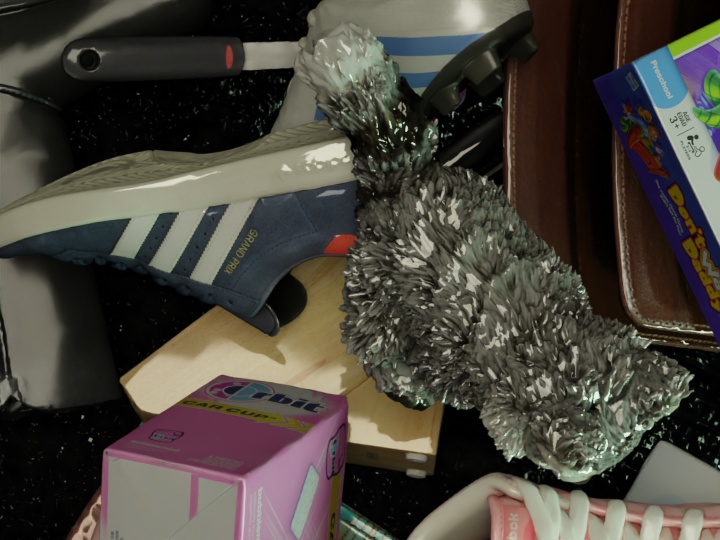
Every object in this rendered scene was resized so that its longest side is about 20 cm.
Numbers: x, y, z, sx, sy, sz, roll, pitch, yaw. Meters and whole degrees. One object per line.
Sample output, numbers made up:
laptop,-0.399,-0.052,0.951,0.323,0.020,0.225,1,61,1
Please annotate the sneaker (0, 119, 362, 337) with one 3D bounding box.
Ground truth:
sneaker,-0.070,-0.009,1.168,0.198,0.075,0.085,-8,105,20

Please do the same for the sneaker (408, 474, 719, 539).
sneaker,0.109,0.131,1.133,0.199,0.105,0.076,-7,64,24

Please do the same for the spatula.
spatula,-0.043,-0.100,1.231,0.198,0.021,0.057,-3,99,-25

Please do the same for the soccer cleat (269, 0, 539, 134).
soccer cleat,-0.002,-0.087,1.204,0.200,0.070,0.087,-39,81,37

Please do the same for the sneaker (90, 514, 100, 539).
sneaker,-0.137,0.187,1.195,0.104,0.075,0.202,9,103,17

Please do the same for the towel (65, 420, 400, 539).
towel,-0.049,0.169,1.239,0.199,0.022,0.147,33,86,6

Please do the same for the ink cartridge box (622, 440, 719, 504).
ink cartridge box,0.175,0.192,1.173,0.199,0.047,0.161,29,85,32

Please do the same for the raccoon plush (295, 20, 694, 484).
raccoon plush,0.045,0.004,1.075,0.097,0.134,0.200,-46,121,-12

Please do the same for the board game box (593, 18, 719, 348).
board game box,0.202,-0.020,1.115,0.134,0.045,0.201,-27,91,-19

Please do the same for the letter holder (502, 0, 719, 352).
letter holder,0.145,-0.072,1.181,0.141,0.100,0.202,7,82,-31

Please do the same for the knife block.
knife block,0.000,0.000,1.227,0.198,0.064,0.177,8,76,2

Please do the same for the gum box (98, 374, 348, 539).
gum box,-0.060,0.159,1.138,0.066,0.113,0.202,10,107,20

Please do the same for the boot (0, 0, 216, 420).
boot,-0.136,-0.034,1.241,0.163,0.066,0.202,-8,82,8
